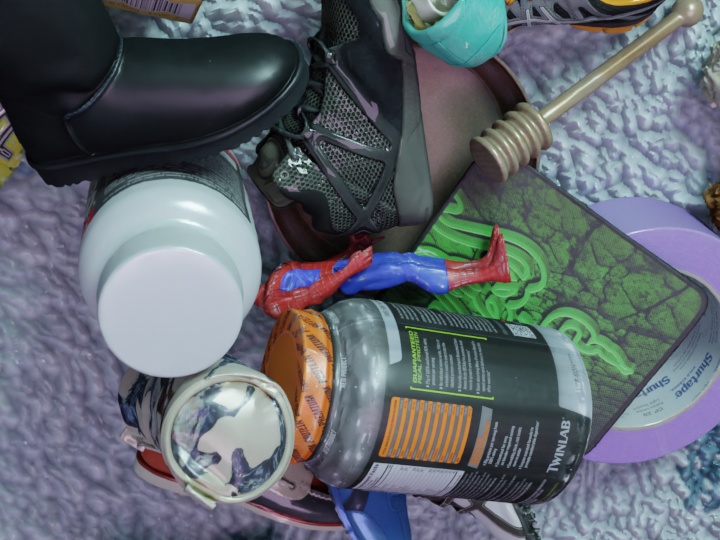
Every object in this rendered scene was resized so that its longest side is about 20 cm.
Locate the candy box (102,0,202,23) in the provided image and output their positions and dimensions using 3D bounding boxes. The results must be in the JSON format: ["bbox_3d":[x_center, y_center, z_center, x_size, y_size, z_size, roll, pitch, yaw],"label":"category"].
[{"bbox_3d":[-0.184,-0.226,0.673,0.198,0.056,0.118,9,82,-14],"label":"candy box"}]

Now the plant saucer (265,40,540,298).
[{"bbox_3d":[0.028,-0.077,0.821,0.199,0.035,0.202,-5,115,-10],"label":"plant saucer"}]

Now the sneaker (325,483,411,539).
[{"bbox_3d":[0.010,0.126,0.851,0.078,0.066,0.201,-21,86,11],"label":"sneaker"}]

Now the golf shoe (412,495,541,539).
[{"bbox_3d":[0.079,0.160,0.924,0.094,0.078,0.201,-24,109,9],"label":"golf shoe"}]

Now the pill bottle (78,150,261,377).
[{"bbox_3d":[-0.120,-0.016,0.727,0.110,0.200,0.112,-4,114,-9],"label":"pill bottle"}]

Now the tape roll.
[{"bbox_3d":[0.208,0.048,0.897,0.198,0.066,0.202,-4,115,-8],"label":"tape roll"}]

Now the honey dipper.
[{"bbox_3d":[0.162,-0.130,0.801,0.199,0.038,0.038,-36,117,-14],"label":"honey dipper"}]

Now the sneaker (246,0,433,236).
[{"bbox_3d":[-0.021,-0.109,0.737,0.113,0.076,0.201,-15,122,-11],"label":"sneaker"}]

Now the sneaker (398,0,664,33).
[{"bbox_3d":[0.115,-0.193,0.750,0.198,0.077,0.079,-7,91,-13],"label":"sneaker"}]

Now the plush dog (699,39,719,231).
[{"bbox_3d":[0.346,-0.078,0.835,0.198,0.161,0.172,-7,139,-8],"label":"plush dog"}]

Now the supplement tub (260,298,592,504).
[{"bbox_3d":[0.040,0.086,0.761,0.199,0.123,0.123,10,112,-20],"label":"supplement tub"}]

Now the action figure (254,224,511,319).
[{"bbox_3d":[0.000,0.000,0.794,0.198,0.065,0.052,-11,105,4],"label":"action figure"}]

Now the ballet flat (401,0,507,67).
[{"bbox_3d":[0.045,-0.222,0.687,0.070,0.067,0.202,3,76,-49],"label":"ballet flat"}]

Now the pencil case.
[{"bbox_3d":[-0.104,0.094,0.743,0.077,0.200,0.090,25,84,-19],"label":"pencil case"}]

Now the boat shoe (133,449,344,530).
[{"bbox_3d":[-0.072,0.146,0.887,0.199,0.071,0.063,17,108,-13],"label":"boat shoe"}]

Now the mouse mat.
[{"bbox_3d":[0.127,0.027,0.833,0.199,0.008,0.161,34,106,-3],"label":"mouse mat"}]

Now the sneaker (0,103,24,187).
[{"bbox_3d":[-0.224,-0.104,0.737,0.076,0.076,0.201,15,112,-15],"label":"sneaker"}]

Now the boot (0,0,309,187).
[{"bbox_3d":[-0.146,-0.132,0.645,0.197,0.074,0.163,-14,139,13],"label":"boot"}]
